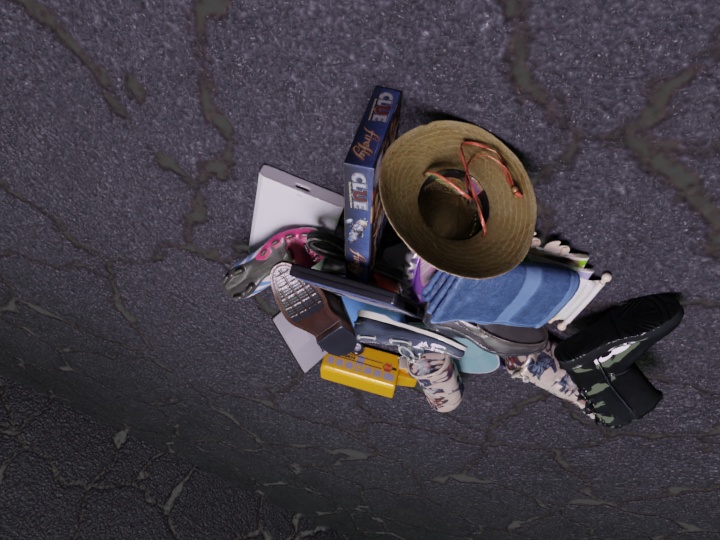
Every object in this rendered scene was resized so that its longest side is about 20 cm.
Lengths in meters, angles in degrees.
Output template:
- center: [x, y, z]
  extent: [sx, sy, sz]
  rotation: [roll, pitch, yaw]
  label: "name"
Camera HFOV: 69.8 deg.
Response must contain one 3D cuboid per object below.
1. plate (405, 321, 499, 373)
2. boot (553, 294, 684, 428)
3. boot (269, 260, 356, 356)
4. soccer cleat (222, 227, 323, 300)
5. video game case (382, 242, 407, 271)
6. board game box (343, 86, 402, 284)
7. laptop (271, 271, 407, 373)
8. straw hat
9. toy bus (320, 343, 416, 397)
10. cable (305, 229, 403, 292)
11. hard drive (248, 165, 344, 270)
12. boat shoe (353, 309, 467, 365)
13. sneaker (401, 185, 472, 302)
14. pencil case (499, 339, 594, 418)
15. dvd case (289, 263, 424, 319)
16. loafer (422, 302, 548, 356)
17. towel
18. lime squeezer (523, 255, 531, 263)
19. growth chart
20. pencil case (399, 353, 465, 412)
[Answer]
- center: [0.159, 0.136, 0.948]
  extent: [0.197, 0.026, 0.201]
  rotation: [17, 154, 8]
  label: "plate"
- center: [0.402, 0.144, 0.769]
  extent: [0.197, 0.074, 0.163]
  rotation: [-33, 111, 20]
  label: "boot"
- center: [-0.077, 0.040, 0.801]
  extent: [0.074, 0.098, 0.201]
  rotation: [-28, 125, 10]
  label: "boot"
- center: [-0.134, -0.020, 0.828]
  extent: [0.198, 0.086, 0.071]
  rotation: [-25, 101, 18]
  label: "soccer cleat"
- center: [0.162, 0.009, 0.802]
  extent: [0.180, 0.024, 0.200]
  rotation: [-19, 130, 41]
  label: "video game case"
- center: [0.014, -0.097, 0.636]
  extent: [0.034, 0.137, 0.201]
  rotation: [12, 144, 8]
  label: "board game box"
- center: [-0.028, 0.106, 0.941]
  extent: [0.115, 0.199, 0.189]
  rotation: [36, 158, 37]
  label: "laptop"
- center: [0.099, -0.066, 0.590]
  extent: [0.198, 0.203, 0.085]
  rotation: [24, 152, -8]
  label: "straw hat"
- center: [0.021, 0.206, 1.074]
  extent: [0.197, 0.079, 0.066]
  rotation: [15, 144, 6]
  label: "toy bus"
- center: [0.000, 0.000, 0.777]
  extent: [0.096, 0.051, 0.199]
  rotation: [0, 159, 34]
  label: "cable"
- center: [-0.108, -0.068, 0.823]
  extent: [0.130, 0.027, 0.201]
  rotation: [21, 143, -3]
  label: "hard drive"
- center: [0.077, 0.119, 0.861]
  extent: [0.197, 0.063, 0.075]
  rotation: [15, 172, 15]
  label: "boat shoe"
- center: [0.105, -0.033, 0.703]
  extent: [0.087, 0.081, 0.203]
  rotation: [9, 128, 4]
  label: "sneaker"
- center: [0.335, 0.176, 0.872]
  extent: [0.198, 0.091, 0.078]
  rotation: [28, 158, -14]
  label: "pencil case"
- center: [0.005, 0.032, 0.702]
  extent: [0.140, 0.018, 0.200]
  rotation: [15, 174, 18]
  label: "dvd case"
- center: [0.193, 0.077, 0.795]
  extent: [0.197, 0.074, 0.073]
  rotation: [12, 144, 10]
  label: "loafer"
- center: [0.188, 0.030, 0.683]
  extent: [0.197, 0.049, 0.112]
  rotation: [8, 137, -21]
  label: "towel"
- center: [0.164, -0.039, 0.659]
  extent: [0.197, 0.038, 0.071]
  rotation: [9, 142, -25]
  label: "lime squeezer"
- center: [0.255, 0.013, 0.739]
  extent: [0.197, 0.018, 0.146]
  rotation: [21, 131, -12]
  label: "growth chart"
- center: [0.139, 0.198, 0.962]
  extent: [0.088, 0.079, 0.201]
  rotation: [-2, 147, 21]
  label: "pencil case"
